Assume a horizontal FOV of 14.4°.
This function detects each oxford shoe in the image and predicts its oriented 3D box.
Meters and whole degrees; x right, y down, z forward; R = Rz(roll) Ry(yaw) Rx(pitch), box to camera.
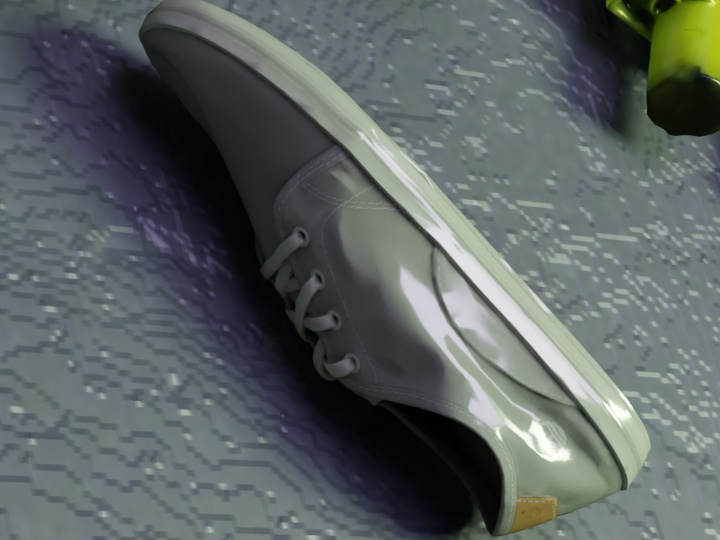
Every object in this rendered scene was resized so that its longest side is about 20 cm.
[{"bbox_3d":[0.000,0.000,0.835,0.058,0.075,0.200,-42,86,-11],"label":"oxford shoe"}]

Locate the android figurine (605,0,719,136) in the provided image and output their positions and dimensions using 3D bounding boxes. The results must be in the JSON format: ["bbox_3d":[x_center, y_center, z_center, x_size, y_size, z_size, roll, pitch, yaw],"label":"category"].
[{"bbox_3d":[0.149,-0.114,1.034,0.182,0.041,0.200,35,45,-23],"label":"android figurine"}]
